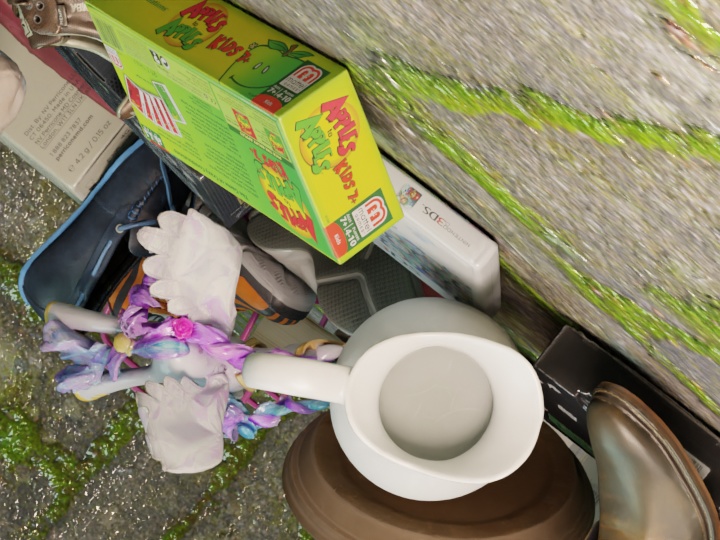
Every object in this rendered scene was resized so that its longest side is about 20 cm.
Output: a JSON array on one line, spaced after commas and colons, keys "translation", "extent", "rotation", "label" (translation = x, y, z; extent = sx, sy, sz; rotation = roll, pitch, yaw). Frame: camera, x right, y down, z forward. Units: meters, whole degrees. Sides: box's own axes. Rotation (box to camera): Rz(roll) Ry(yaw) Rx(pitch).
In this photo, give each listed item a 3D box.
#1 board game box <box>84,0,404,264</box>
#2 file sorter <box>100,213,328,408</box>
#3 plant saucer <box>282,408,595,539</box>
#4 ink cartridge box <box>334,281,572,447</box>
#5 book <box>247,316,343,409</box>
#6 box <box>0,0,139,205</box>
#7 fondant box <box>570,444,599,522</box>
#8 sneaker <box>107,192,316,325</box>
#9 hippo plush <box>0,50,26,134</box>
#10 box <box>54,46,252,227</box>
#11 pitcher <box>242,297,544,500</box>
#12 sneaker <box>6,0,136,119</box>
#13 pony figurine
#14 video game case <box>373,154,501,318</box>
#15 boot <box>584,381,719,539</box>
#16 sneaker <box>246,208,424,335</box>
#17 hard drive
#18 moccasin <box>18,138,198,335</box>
[{"translation": [-0.065, -0.089, 1.436], "extent": [0.200, 0.048, 0.102], "rotation": [33, 154, 47], "label": "board game box"}, {"translation": [-0.110, 0.032, 2.058], "extent": [0.139, 0.126, 0.200], "rotation": [36, -164, 30], "label": "file sorter"}, {"translation": [0.051, 0.128, 1.666], "extent": [0.200, 0.200, 0.030], "rotation": [35, 130, 38], "label": "plant saucer"}, {"translation": [0.085, 0.087, 1.862], "extent": [0.200, 0.068, 0.116], "rotation": [40, 174, -10], "label": "ink cartridge box"}, {"translation": [0.020, 0.102, 1.873], "extent": [0.134, 0.048, 0.200], "rotation": [40, 174, -37], "label": "book"}, {"translation": [-0.229, -0.140, 1.889], "extent": [0.200, 0.109, 0.128], "rotation": [38, 176, 14], "label": "box"}, {"translation": [0.111, 0.128, 2.062], "extent": [0.200, 0.058, 0.144], "rotation": [37, 174, 31], "label": "fondant box"}, {"translation": [-0.109, 0.017, 1.885], "extent": [0.077, 0.112, 0.200], "rotation": [27, -172, -37], "label": "sneaker"}, {"translation": [-0.280, -0.180, 1.716], "extent": [0.159, 0.161, 0.200], "rotation": [23, 167, -23], "label": "hippo plush"}, {"translation": [-0.140, -0.124, 1.652], "extent": [0.200, 0.051, 0.158], "rotation": [46, 175, 10], "label": "box"}, {"translation": [0.018, 0.071, 1.554], "extent": [0.171, 0.122, 0.200], "rotation": [13, 179, 0], "label": "pitcher"}, {"translation": [-0.182, -0.171, 1.534], "extent": [0.200, 0.076, 0.070], "rotation": [39, 174, -1], "label": "sneaker"}, {"translation": [-0.113, 0.053, 1.742], "extent": [0.199, 0.167, 0.193], "rotation": [1, 171, 38], "label": "pony figurine"}, {"translation": [0.007, -0.043, 1.582], "extent": [0.182, 0.024, 0.200], "rotation": [38, 174, 9], "label": "video game case"}, {"translation": [0.149, 0.165, 1.485], "extent": [0.075, 0.097, 0.200], "rotation": [14, 134, 54], "label": "boot"}, {"translation": [0.000, 0.000, 1.785], "extent": [0.080, 0.070, 0.200], "rotation": [37, -176, -37], "label": "sneaker"}, {"translation": [0.171, 0.102, 1.603], "extent": [0.140, 0.038, 0.200], "rotation": [38, 173, 13], "label": "hard drive"}, {"translation": [-0.150, -0.031, 1.837], "extent": [0.068, 0.200, 0.080], "rotation": [52, -155, 20], "label": "moccasin"}]
